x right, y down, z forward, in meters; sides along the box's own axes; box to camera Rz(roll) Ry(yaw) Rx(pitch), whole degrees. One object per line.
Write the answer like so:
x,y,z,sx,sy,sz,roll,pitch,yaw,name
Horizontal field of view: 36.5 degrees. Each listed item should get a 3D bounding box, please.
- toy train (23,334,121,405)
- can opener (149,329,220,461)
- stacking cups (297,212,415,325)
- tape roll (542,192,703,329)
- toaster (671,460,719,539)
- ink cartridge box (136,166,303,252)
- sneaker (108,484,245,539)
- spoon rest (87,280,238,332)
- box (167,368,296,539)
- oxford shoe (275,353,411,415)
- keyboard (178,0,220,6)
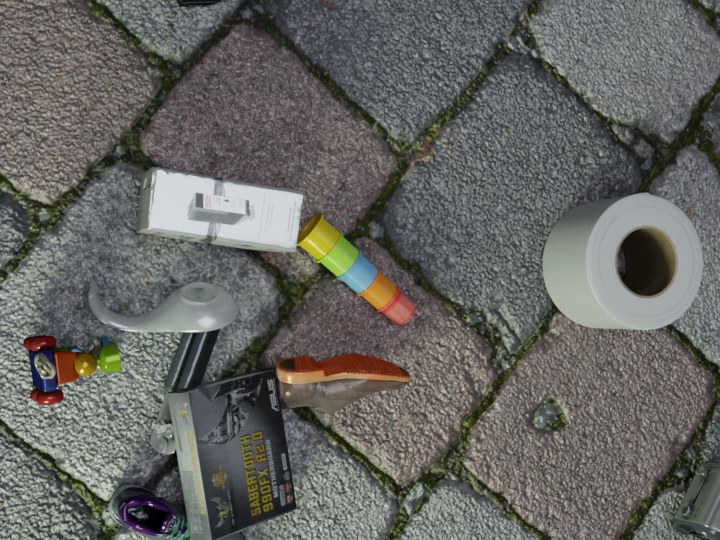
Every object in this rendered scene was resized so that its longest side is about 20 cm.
-0.354,0.119,1.377,0.115,0.200,0.085,-8,91,-23,toy train
-0.237,0.159,1.498,0.066,0.052,0.201,22,81,-51,can opener
0.000,0.000,1.573,0.200,0.060,0.061,39,77,-15,stacking cups
0.397,-0.010,1.664,0.202,0.139,0.204,0,89,-18,tape roll
0.602,0.389,1.733,0.199,0.114,0.130,29,77,-14,toaster
-0.192,-0.077,1.464,0.199,0.147,0.083,8,87,-17,ink cartridge box
-0.242,0.351,1.463,0.199,0.087,0.075,24,81,-16,sneaker
-0.265,0.051,1.475,0.199,0.100,0.061,4,121,-8,spoon rest
-0.171,0.245,1.477,0.158,0.048,0.201,-9,90,-48,box
-0.026,0.165,1.562,0.199,0.071,0.073,2,107,-14,oxford shoe
-0.256,-0.468,1.523,0.127,0.021,0.201,-8,90,-24,keyboard
